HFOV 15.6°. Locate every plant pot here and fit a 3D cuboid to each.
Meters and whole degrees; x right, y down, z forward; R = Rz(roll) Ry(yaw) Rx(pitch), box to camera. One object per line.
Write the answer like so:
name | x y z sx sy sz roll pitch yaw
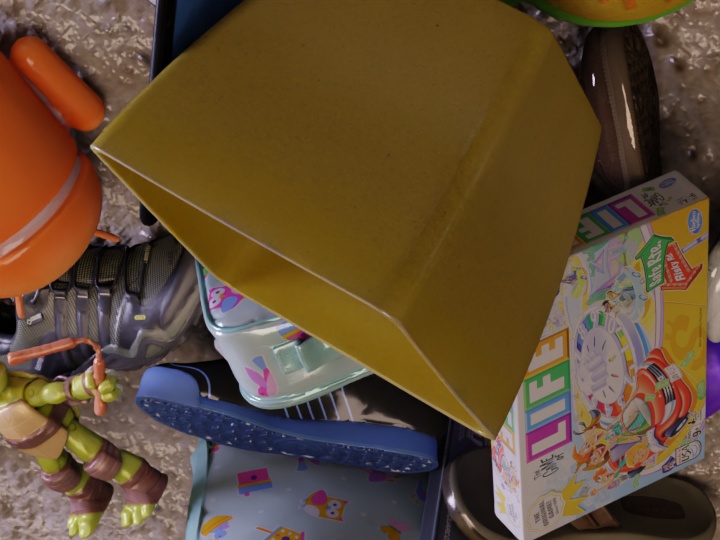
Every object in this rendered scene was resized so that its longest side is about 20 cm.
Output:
plant pot | 0.014 -0.057 1.383 0.200 0.177 0.200 29 170 26

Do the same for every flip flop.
flip flop | 0.144 0.143 1.683 0.200 0.081 0.058 9 139 -21

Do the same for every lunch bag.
lunch bag | 0.000 0.000 1.552 0.200 0.160 0.077 -22 124 5
lunch bag | -0.021 0.186 1.703 0.200 0.171 0.122 18 127 -10

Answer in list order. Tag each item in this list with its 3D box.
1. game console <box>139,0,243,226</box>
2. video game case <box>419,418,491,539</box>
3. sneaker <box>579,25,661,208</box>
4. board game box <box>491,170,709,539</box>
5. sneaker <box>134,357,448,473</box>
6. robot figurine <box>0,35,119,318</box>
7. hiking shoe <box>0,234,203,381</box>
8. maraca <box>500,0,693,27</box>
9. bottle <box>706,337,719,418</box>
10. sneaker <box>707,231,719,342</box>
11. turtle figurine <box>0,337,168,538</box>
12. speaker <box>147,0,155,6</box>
game console | -0.034 -0.130 1.423 0.176 0.117 0.200 -3 139 -12
video game case | 0.121 0.192 1.704 0.200 0.143 0.019 37 123 -18
sneaker | 0.138 -0.056 1.555 0.075 0.070 0.200 -1 124 17
board game box | 0.138 0.052 1.532 0.134 0.034 0.200 -23 131 -21
sneaker | -0.041 0.074 1.676 0.200 0.078 0.070 12 159 -10
robot figurine | -0.236 -0.064 1.586 0.116 0.144 0.200 -15 125 39
hiking shoe | -0.171 0.016 1.661 0.200 0.076 0.101 -35 118 30
maraca | 0.122 -0.196 1.419 0.200 0.107 0.137 -10 107 -16
bottle | 0.187 0.059 1.642 0.200 0.065 0.084 -11 136 16
sneaker | 0.266 -0.033 1.543 0.088 0.076 0.200 29 124 7
turtle figurine | -0.209 0.103 1.668 0.200 0.064 0.161 -24 126 27
speaker | -0.050 -0.229 1.457 0.081 0.081 0.200 34 125 -16
